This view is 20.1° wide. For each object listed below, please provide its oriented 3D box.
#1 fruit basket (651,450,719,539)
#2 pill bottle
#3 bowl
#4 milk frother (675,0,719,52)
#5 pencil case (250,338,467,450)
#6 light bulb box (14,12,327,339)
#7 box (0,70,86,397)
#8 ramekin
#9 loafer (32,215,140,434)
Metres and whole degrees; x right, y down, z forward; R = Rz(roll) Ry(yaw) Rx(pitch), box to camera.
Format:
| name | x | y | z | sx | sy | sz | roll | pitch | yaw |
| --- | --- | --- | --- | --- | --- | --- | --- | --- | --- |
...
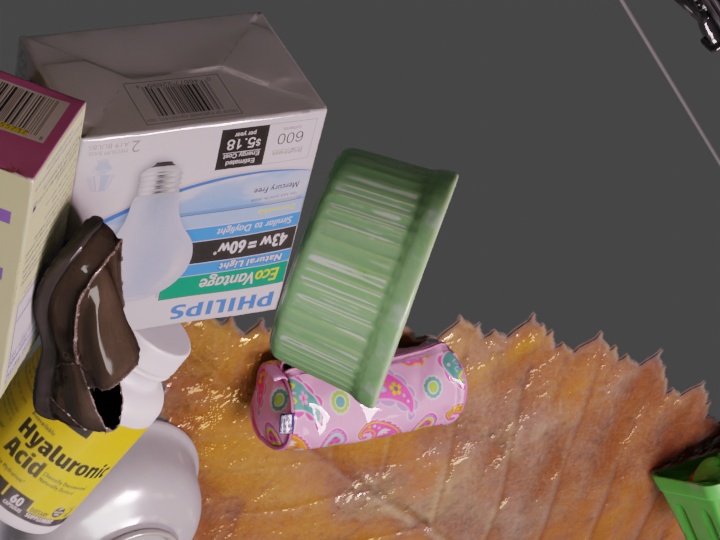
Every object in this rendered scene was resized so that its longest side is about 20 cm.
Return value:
| name | x | y | z | sx | sy | sz | roll | pitch | yaw |
| --- | --- | --- | --- | --- | --- | --- | --- | --- | --- |
| fruit basket | 0.433 | 0.193 | 2.227 | 0.214 | 0.155 | 0.218 | 0 | 91 | -23 |
| pill bottle | -0.229 | 0.109 | 1.649 | 0.200 | 0.112 | 0.111 | -48 | 140 | 18 |
| bowl | -0.220 | 0.233 | 1.809 | 0.200 | 0.091 | 0.202 | -19 | 140 | -17 |
| milk frother | 0.309 | -0.269 | 1.553 | 0.180 | 0.201 | 0.188 | 23 | 116 | -43 |
| pencil case | -0.002 | 0.110 | 1.837 | 0.198 | 0.088 | 0.088 | -5 | 135 | -30 |
| light bulb box | -0.152 | -0.068 | 1.500 | 0.197 | 0.125 | 0.201 | -10 | 136 | -27 |
| box | -0.293 | -0.041 | 1.368 | 0.174 | 0.097 | 0.201 | 20 | 129 | 4 |
| ramekin | 0.000 | 0.000 | 1.629 | 0.097 | 0.201 | 0.201 | 20 | 129 | 2 |
| loafer | -0.182 | 0.041 | 1.423 | 0.073 | 0.071 | 0.201 | -56 | 167 | -38 |
